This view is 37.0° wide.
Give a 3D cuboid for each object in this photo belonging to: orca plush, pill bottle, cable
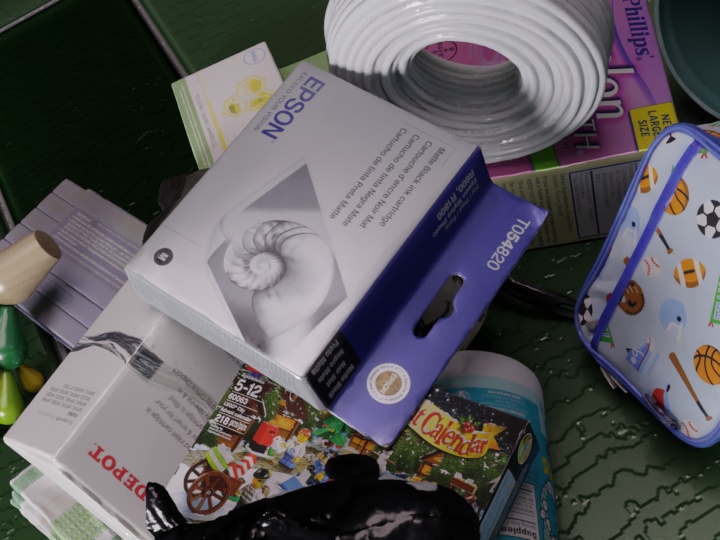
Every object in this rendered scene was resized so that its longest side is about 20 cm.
[{"bbox_3d":[-0.040,0.135,0.591,0.200,0.071,0.105,6,59,27],"label":"orca plush"},{"bbox_3d":[0.071,0.161,0.694,0.111,0.111,0.200,-8,54,12],"label":"pill bottle"},{"bbox_3d":[0.072,-0.152,0.743,0.200,0.200,0.069,-1,61,20],"label":"cable"}]

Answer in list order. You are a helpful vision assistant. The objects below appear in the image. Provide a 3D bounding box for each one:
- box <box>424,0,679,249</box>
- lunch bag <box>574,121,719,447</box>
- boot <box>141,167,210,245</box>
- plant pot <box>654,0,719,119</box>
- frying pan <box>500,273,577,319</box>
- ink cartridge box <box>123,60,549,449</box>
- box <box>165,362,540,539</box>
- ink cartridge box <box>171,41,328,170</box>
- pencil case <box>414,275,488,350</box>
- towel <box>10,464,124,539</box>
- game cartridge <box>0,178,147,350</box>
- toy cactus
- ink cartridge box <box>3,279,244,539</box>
[{"bbox_3d":[0.150,-0.117,0.881,0.200,0.097,0.176,-9,53,11],"label":"box"},{"bbox_3d":[0.225,0.009,0.711,0.075,0.200,0.160,-10,44,-35],"label":"lunch bag"},{"bbox_3d":[-0.100,-0.038,0.870,0.130,0.068,0.200,-18,36,9],"label":"boot"},{"bbox_3d":[0.351,-0.222,0.851,0.200,0.201,0.134,15,33,26],"label":"plant pot"},{"bbox_3d":[0.080,-0.014,0.821,0.190,0.115,0.031,0,38,16],"label":"frying pan"},{"bbox_3d":[-0.013,-0.020,0.682,0.200,0.041,0.200,29,67,19],"label":"ink cartridge box"},{"bbox_3d":[-0.010,0.126,0.656,0.200,0.038,0.137,16,64,31],"label":"box"},{"bbox_3d":[-0.066,-0.159,1.013,0.200,0.048,0.146,-25,51,2],"label":"ink cartridge box"},{"bbox_3d":[0.000,0.000,0.787,0.090,0.200,0.078,-56,13,-14],"label":"pencil case"},{"bbox_3d":[-0.159,0.169,0.814,0.200,0.031,0.149,30,69,33],"label":"towel"},{"bbox_3d":[-0.240,0.002,0.960,0.200,0.038,0.130,30,64,33],"label":"game cartridge"},{"bbox_3d":[-0.316,0.033,0.912,0.165,0.102,0.200,-38,65,11],"label":"toy cactus"},{"bbox_3d":[-0.123,0.086,0.750,0.084,0.145,0.200,5,52,48],"label":"ink cartridge box"}]
